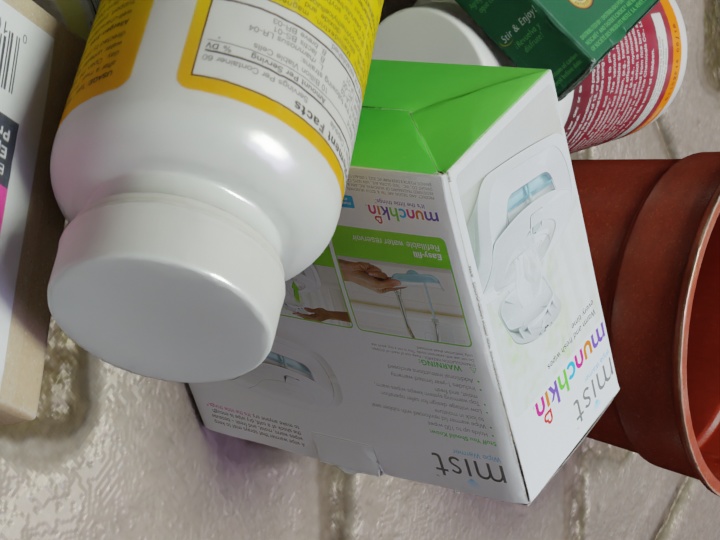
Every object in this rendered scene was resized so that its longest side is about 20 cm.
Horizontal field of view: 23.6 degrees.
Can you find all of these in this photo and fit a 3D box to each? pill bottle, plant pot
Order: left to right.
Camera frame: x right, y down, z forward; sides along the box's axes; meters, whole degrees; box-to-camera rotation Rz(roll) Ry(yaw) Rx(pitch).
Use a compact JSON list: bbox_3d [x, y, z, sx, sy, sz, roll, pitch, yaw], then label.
[{"bbox_3d":[-0.056,-0.062,0.673,0.113,0.113,0.200,51,39,-45],"label":"pill bottle"},{"bbox_3d":[0.092,-0.116,0.975,0.200,0.113,0.113,-20,112,-50],"label":"pill bottle"},{"bbox_3d":[0.147,0.016,1.006,0.201,0.195,0.201,-14,108,-50],"label":"plant pot"}]

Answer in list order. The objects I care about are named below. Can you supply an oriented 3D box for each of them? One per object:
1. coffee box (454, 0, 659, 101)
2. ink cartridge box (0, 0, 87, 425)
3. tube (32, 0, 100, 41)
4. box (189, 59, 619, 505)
[{"bbox_3d":[0.070,-0.195,0.897,0.200,0.044,0.123,45,51,-1],"label":"coffee box"},{"bbox_3d":[-0.189,-0.046,0.610,0.200,0.075,0.165,35,54,-56],"label":"ink cartridge box"},{"bbox_3d":[-0.087,-0.127,0.796,0.200,0.052,0.058,-29,160,-50],"label":"tube"},{"bbox_3d":[0.000,0.000,0.805,0.097,0.200,0.177,-45,129,-39],"label":"box"}]
